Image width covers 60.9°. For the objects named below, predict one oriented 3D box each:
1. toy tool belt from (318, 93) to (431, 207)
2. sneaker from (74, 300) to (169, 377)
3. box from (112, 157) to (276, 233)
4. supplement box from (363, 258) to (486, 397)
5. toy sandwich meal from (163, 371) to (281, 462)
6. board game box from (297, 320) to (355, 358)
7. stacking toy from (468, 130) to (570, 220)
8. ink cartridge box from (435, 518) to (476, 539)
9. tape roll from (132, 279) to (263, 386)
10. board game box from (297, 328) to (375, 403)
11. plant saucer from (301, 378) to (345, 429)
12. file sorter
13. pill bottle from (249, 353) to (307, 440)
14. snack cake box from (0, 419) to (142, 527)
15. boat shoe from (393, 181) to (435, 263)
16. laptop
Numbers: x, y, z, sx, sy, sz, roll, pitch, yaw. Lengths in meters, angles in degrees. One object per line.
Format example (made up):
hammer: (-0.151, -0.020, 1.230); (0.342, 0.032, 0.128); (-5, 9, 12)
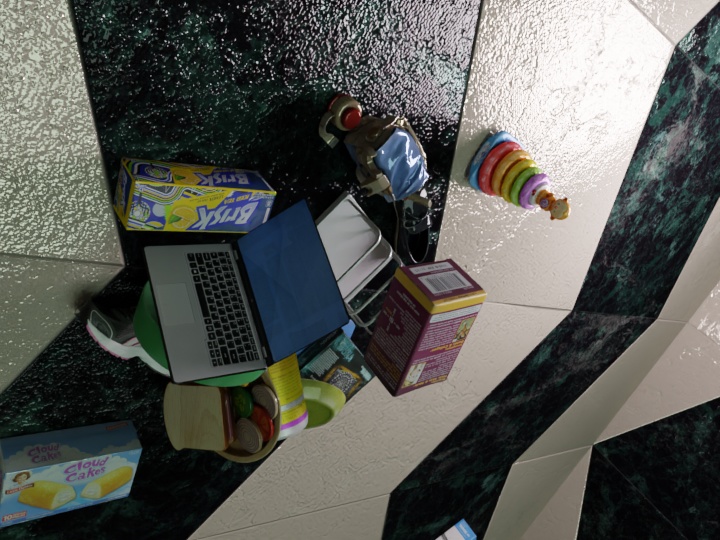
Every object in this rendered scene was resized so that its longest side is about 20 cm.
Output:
toy tool belt: (0.038, -0.172, 0.915); (0.125, 0.123, 0.200); (-46, 141, 3)
sneaker: (-0.316, 0.078, 0.881); (0.087, 0.080, 0.200); (-53, 150, -6)
box: (-0.215, -0.096, 0.811); (0.197, 0.064, 0.071); (-2, 126, -41)
supplement box: (0.105, 0.095, 1.030); (0.129, 0.103, 0.203); (-8, 131, -39)
toy sandwich meal: (-0.216, 0.216, 0.951); (0.208, 0.203, 0.070); (-62, 163, 22)
board game box: (-0.100, 0.152, 1.145); (0.156, 0.039, 0.203); (-4, 126, -41)
stacking toy: (0.298, -0.150, 1.099); (0.109, 0.200, 0.117); (16, 115, -47)
ink cartridge box: (0.324, 1.031, 2.249); (0.197, 0.084, 0.148); (-27, 138, -19)
tape roll: (-0.211, 0.074, 0.854); (0.198, 0.201, 0.049); (5, 123, -43)
board game box: (-0.052, 0.196, 1.172); (0.135, 0.028, 0.201); (-40, 142, -6)
plant saucer: (-0.124, 0.258, 1.145); (0.195, 0.032, 0.202); (-2, 145, -1)
file sorter: (0.000, 0.000, 1.033); (0.139, 0.125, 0.200); (-43, 141, 0)
pill bottle: (-0.152, 0.167, 1.009); (0.102, 0.103, 0.205); (-14, 99, -31)
snack cake box: (-0.456, 0.311, 0.955); (0.197, 0.067, 0.117); (0, 125, -41)
boat shoe: (0.096, -0.097, 1.081); (0.073, 0.062, 0.203); (-21, 134, -24)
laptop: (-0.147, 0.018, 0.769); (0.197, 0.190, 0.116); (-3, 150, -36)
